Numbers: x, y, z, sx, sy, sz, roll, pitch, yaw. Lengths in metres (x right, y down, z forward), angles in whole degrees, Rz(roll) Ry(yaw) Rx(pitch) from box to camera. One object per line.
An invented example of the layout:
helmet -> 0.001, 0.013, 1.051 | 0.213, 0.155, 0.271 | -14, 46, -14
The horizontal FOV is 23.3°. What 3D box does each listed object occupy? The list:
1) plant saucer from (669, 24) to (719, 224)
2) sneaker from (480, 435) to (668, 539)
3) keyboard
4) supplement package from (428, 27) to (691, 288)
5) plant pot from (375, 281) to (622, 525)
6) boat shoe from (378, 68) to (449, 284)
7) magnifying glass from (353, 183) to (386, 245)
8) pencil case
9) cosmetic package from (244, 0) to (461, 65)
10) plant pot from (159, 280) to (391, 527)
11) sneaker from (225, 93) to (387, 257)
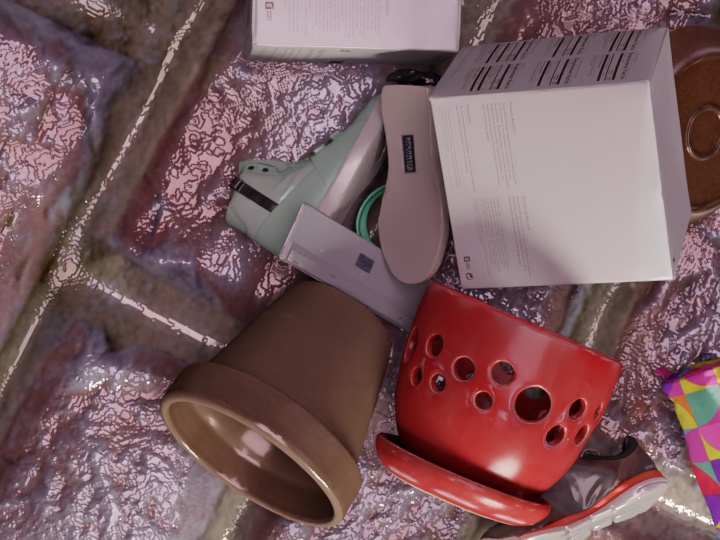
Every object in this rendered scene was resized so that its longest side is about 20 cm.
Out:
plant saucer -> 0.328, -0.137, 1.702 | 0.199, 0.034, 0.203 | -11, 109, -34
sneaker -> 0.199, 0.223, 1.711 | 0.198, 0.077, 0.082 | -21, 65, -10
keyboard -> 0.000, 0.000, 1.648 | 0.199, 0.011, 0.057 | 31, 76, -43
supplement package -> 0.187, -0.103, 1.595 | 0.198, 0.147, 0.193 | -2, 115, 19
plant pot -> 0.124, 0.129, 1.626 | 0.199, 0.200, 0.184 | 21, 90, -8
boat shoe -> 0.067, -0.092, 1.667 | 0.074, 0.092, 0.203 | 6, 100, 28
magnifying glass -> 0.085, -0.071, 1.715 | 0.198, 0.022, 0.080 | -27, 92, -10
pencil case -> 0.364, 0.180, 1.724 | 0.088, 0.088, 0.202 | -20, 89, -9
cosmetic package -> -0.009, -0.238, 1.665 | 0.197, 0.102, 0.075 | 2, 89, -8
plant pot -> -0.061, 0.110, 1.617 | 0.199, 0.200, 0.175 | 35, 65, -6
sneaker -> -0.050, -0.107, 1.669 | 0.117, 0.074, 0.201 | 26, 67, 16
